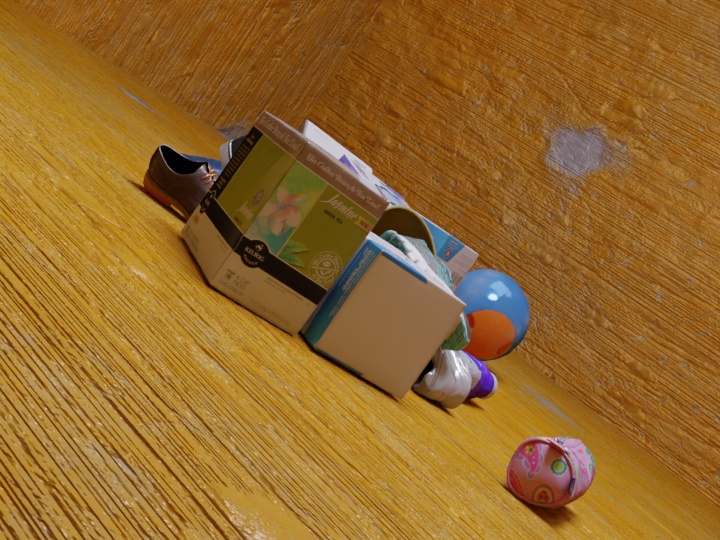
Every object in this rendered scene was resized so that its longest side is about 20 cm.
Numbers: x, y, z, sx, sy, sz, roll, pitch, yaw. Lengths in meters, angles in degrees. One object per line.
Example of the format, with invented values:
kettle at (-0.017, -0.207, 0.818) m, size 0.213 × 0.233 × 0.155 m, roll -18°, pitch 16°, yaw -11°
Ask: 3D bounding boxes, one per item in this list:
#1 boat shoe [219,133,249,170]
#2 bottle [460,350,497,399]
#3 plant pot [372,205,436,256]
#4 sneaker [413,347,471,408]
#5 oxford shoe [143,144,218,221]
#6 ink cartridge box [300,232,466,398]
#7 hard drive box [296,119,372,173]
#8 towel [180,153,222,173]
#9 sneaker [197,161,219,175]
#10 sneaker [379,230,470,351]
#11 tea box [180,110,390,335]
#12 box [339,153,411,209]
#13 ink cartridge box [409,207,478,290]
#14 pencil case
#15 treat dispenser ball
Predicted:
boat shoe at (-0.155, -0.106, 1.481) m, size 0.071 × 0.063 × 0.201 m, roll 9°, pitch 63°, yaw -68°
bottle at (0.151, 0.158, 1.577) m, size 0.083 × 0.065 × 0.200 m, roll 38°, pitch 5°, yaw 40°
plant pot at (0.000, 0.000, 1.520) m, size 0.141 × 0.201 × 0.200 m, roll 5°, pitch -17°, yaw 41°
sneaker at (0.091, 0.095, 1.419) m, size 0.099 × 0.078 × 0.201 m, roll 20°, pitch 39°, yaw -37°
oxford shoe at (-0.216, -0.105, 1.409) m, size 0.199 × 0.073 × 0.071 m, roll 30°, pitch 39°, yaw 6°
ink cartridge box at (0.004, 0.035, 1.271) m, size 0.147 × 0.145 × 0.200 m, roll 32°, pitch 5°, yaw -28°
hard drive box at (-0.064, -0.147, 1.724) m, size 0.156 × 0.077 × 0.200 m, roll 36°, pitch 30°, yaw -18°
towel at (-0.224, -0.157, 1.728) m, size 0.199 × 0.049 × 0.112 m, roll 11°, pitch 17°, yaw -19°
sneaker at (-0.209, -0.087, 1.545) m, size 0.200 × 0.076 × 0.105 m, roll 32°, pitch 26°, yaw -57°
sneaker at (0.104, 0.023, 1.407) m, size 0.091 × 0.078 × 0.201 m, roll -3°, pitch 54°, yaw -49°
tea box at (-0.097, -0.064, 1.216) m, size 0.133 × 0.197 × 0.200 m, roll 33°, pitch 6°, yaw -27°
box at (0.030, -0.114, 1.652) m, size 0.200 × 0.041 × 0.119 m, roll 34°, pitch 17°, yaw -48°
ink cartridge box at (0.090, 0.000, 1.892) m, size 0.146 × 0.201 × 0.147 m, roll 36°, pitch 5°, yaw 32°
pencil case at (0.239, 0.245, 1.238) m, size 0.087 × 0.088 × 0.200 m, roll 37°, pitch 4°, yaw 22°
treat dispenser ball at (0.271, 0.098, 2.207) m, size 0.200 × 0.201 × 0.201 m, roll 35°, pitch 5°, yaw -3°
